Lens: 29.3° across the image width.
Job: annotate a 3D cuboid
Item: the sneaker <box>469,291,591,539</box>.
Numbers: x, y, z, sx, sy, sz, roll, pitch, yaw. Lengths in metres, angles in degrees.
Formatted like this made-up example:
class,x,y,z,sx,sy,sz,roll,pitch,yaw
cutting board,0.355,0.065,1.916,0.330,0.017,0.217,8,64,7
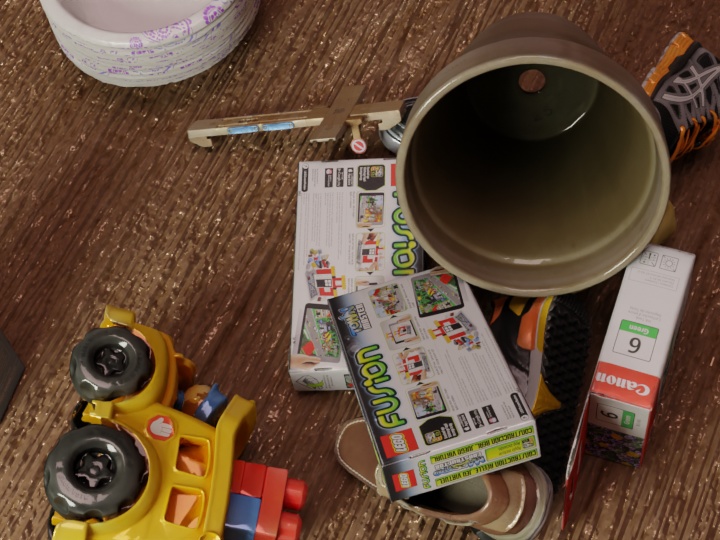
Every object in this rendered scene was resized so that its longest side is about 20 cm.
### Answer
class,x,y,z,sx,sy,sz,roll,pitch,yaw
sneaker,0.112,0.111,1.065,0.090,0.070,0.201,2,68,47

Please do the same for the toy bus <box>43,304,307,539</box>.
class,x,y,z,sx,sy,sz,roll,pitch,yaw
toy bus,-0.134,0.143,1.036,0.190,0.136,0.201,8,58,-5

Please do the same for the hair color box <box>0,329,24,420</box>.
class,x,y,z,sx,sy,sz,roll,pitch,yaw
hair color box,-0.342,0.043,1.066,0.098,0.200,0.061,12,62,13

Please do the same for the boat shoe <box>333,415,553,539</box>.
class,x,y,z,sx,sy,sz,roll,pitch,yaw
boat shoe,0.047,0.140,1.001,0.199,0.072,0.076,9,83,46

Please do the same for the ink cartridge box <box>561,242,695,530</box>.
class,x,y,z,sx,sy,sz,roll,pitch,yaw
ink cartridge box,0.200,0.091,1.031,0.050,0.109,0.201,14,63,14

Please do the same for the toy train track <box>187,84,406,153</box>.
class,x,y,z,sx,sy,sz,roll,pitch,yaw
toy train track,-0.056,-0.123,1.218,0.198,0.033,0.115,-3,29,18

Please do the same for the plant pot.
class,x,y,z,sx,sy,sz,roll,pitch,yaw
plant pot,0.130,-0.110,1.057,0.198,0.201,0.174,0,35,6

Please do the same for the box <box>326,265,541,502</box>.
class,x,y,z,sx,sy,sz,roll,pitch,yaw
box,0.048,0.073,0.998,0.109,0.035,0.200,-16,35,-3

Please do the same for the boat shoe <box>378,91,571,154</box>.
class,x,y,z,sx,sy,sz,roll,pitch,yaw
boat shoe,0.112,-0.129,1.192,0.198,0.068,0.074,11,61,12

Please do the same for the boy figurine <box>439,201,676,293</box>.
class,x,y,z,sx,sy,sz,roll,pitch,yaw
boy figurine,0.160,-0.028,1.131,0.198,0.065,0.125,-3,51,7

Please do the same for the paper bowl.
class,x,y,z,sx,sy,sz,roll,pitch,yaw
paper bowl,-0.191,-0.257,1.279,0.199,0.105,0.202,-3,59,4

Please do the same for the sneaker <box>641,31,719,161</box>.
class,x,y,z,sx,sy,sz,roll,pitch,yaw
sneaker,0.267,-0.131,1.154,0.077,0.079,0.200,30,48,9

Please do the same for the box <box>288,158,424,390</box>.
class,x,y,z,sx,sy,sz,roll,pitch,yaw
box,0.000,0.000,1.140,0.109,0.035,0.201,-1,60,5
